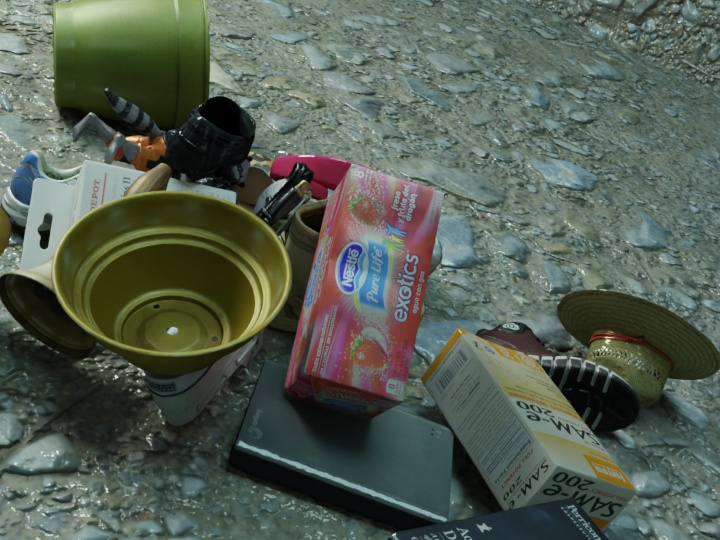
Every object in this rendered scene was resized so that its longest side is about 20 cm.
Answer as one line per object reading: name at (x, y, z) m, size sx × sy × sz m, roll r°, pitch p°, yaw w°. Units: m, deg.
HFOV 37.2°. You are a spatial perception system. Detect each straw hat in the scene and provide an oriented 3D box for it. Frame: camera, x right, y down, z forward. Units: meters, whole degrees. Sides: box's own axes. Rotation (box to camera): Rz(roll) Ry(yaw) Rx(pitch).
straw hat at (0.308, 0.111, 1.233) m, size 0.199 × 0.202 × 0.086 m, roll 25°, pitch 68°, yaw 4°

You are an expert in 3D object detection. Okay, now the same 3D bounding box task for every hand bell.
hand bell at (-0.232, -0.028, 0.991) m, size 0.103 × 0.105 × 0.201 m, roll 26°, pitch 54°, yaw 9°

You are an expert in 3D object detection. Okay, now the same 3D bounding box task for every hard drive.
hard drive at (-0.013, 0.162, 0.979) m, size 0.197 × 0.033 × 0.140 m, roll 21°, pitch 28°, yaw -3°

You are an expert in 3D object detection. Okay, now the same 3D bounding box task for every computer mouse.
computer mouse at (-0.092, -0.067, 1.135) m, size 0.044 × 0.110 × 0.200 m, roll 39°, pitch 1°, yaw -3°

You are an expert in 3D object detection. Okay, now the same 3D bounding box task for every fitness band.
fitness band at (-0.018, -0.101, 1.242) m, size 0.142 × 0.038 × 0.199 m, roll 12°, pitch -3°, yaw 31°

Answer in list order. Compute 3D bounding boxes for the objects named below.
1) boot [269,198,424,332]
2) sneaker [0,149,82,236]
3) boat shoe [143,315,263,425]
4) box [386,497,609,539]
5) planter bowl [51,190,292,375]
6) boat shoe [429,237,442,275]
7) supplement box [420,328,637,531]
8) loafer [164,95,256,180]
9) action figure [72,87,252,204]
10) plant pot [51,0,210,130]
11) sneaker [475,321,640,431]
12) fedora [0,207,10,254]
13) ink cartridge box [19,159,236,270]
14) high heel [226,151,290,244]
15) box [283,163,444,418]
boot at (0.000, 0.000, 1.128) m, size 0.197 × 0.156 × 0.074 m, roll 8°, pitch 44°, yaw -21°
sneaker at (-0.274, -0.066, 1.130) m, size 0.197 × 0.078 × 0.076 m, roll 15°, pitch 16°, yaw -18°
boat shoe at (-0.128, 0.071, 1.004) m, size 0.073 × 0.087 × 0.203 m, roll 6°, pitch 37°, yaw 20°
box at (0.118, 0.272, 0.801) m, size 0.198 × 0.108 × 0.149 m, roll 0°, pitch 34°, yaw -38°
planter bowl at (-0.160, 0.027, 0.910) m, size 0.197 × 0.084 × 0.202 m, roll 6°, pitch 42°, yaw -6°
boat shoe at (0.061, -0.019, 1.264) m, size 0.071 × 0.071 × 0.201 m, roll 21°, pitch 3°, yaw -2°
supplement box at (0.159, 0.157, 1.038) m, size 0.125 × 0.074 × 0.201 m, roll 22°, pitch 23°, yaw -38°
loafer at (-0.148, -0.151, 1.144) m, size 0.068 × 0.071 × 0.201 m, roll 35°, pitch 20°, yaw -1°
action figure at (-0.200, -0.128, 1.194) m, size 0.191 × 0.106 × 0.199 m, roll 11°, pitch 1°, yaw -37°
plant pot at (-0.304, -0.278, 1.394) m, size 0.190 × 0.203 × 0.201 m, roll -1°, pitch 33°, yaw -16°
sneaker at (0.216, 0.104, 1.204) m, size 0.197 × 0.077 × 0.116 m, roll 20°, pitch 25°, yaw -4°
fedora at (-0.415, -0.020, 0.951) m, size 0.197 × 0.083 × 0.202 m, roll 12°, pitch 31°, yaw -7°
ink cartridge box at (-0.231, -0.035, 1.069) m, size 0.197 × 0.067 × 0.119 m, roll 10°, pitch 69°, yaw -21°
high heel at (-0.127, -0.080, 1.275) m, size 0.198 × 0.072 × 0.143 m, roll 31°, pitch 25°, yaw 3°
box at (0.002, 0.021, 0.980) m, size 0.093 × 0.103 × 0.203 m, roll 16°, pitch 71°, yaw -10°
